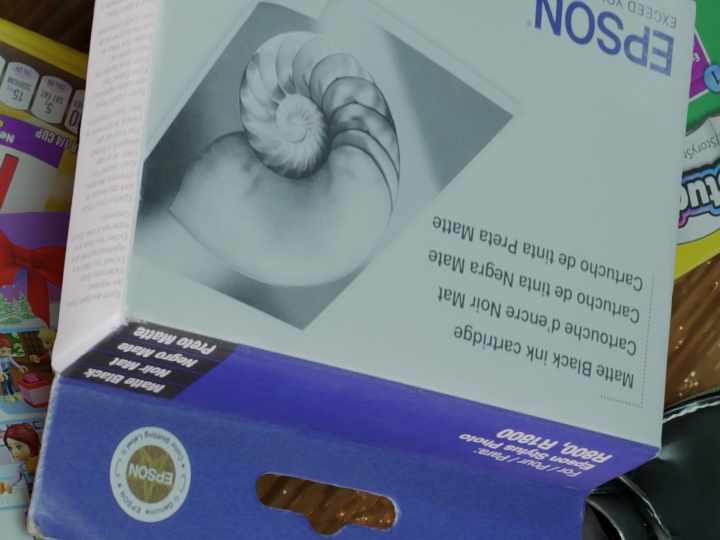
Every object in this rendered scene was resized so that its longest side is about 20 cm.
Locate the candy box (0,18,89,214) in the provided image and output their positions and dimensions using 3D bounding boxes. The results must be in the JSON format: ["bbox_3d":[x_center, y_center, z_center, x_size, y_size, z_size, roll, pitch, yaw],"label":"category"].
[{"bbox_3d":[-0.169,-0.046,0.888,0.200,0.026,0.102,21,88,-25],"label":"candy box"}]

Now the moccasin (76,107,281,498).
[{"bbox_3d":[-0.051,0.034,0.919,0.078,0.074,0.202,-5,109,-26],"label":"moccasin"}]

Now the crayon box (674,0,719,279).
[{"bbox_3d":[0.052,-0.070,0.972,0.200,0.058,0.173,-29,99,-27],"label":"crayon box"}]

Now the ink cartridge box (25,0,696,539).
[{"bbox_3d":[0.008,-0.007,0.866,0.199,0.041,0.200,14,76,-34],"label":"ink cartridge box"}]

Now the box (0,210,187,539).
[{"bbox_3d":[-0.148,0.055,0.812,0.200,0.039,0.137,-4,63,-38],"label":"box"}]

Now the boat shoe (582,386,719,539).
[{"bbox_3d":[0.076,0.100,1.023,0.199,0.066,0.075,-30,73,-8],"label":"boat shoe"}]
